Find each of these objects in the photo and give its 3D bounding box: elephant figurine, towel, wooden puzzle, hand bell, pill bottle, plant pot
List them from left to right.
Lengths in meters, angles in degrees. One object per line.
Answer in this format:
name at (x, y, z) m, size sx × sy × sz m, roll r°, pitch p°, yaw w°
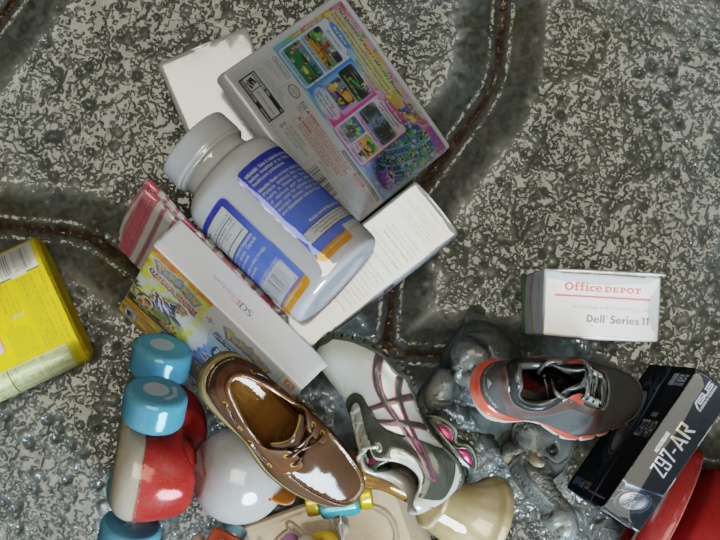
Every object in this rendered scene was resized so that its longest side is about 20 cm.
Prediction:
towel at (-0.161, 0.005, 1.557) m, size 0.200 × 0.146 × 0.030 m, roll 44°, pitch 63°, yaw 1°
pill bottle at (-0.092, -0.057, 1.483) m, size 0.200 × 0.112 × 0.112 m, roll 44°, pitch 87°, yaw 8°
wooden puzzle at (-0.016, 0.324, 1.593) m, size 0.199 × 0.046 × 0.186 m, roll -19°, pitch 88°, yaw -7°
hand bell at (0.044, 0.217, 1.532) m, size 0.199 × 0.104 × 0.105 m, roll 28°, pitch 86°, yaw -23°
elephant figurine at (0.161, 0.151, 1.557) m, size 0.200 × 0.142 × 0.156 m, roll 33°, pitch 90°, yaw 0°
plant pot at (0.352, 0.292, 1.530) m, size 0.182 × 0.200 × 0.201 m, roll 27°, pitch 87°, yaw 8°

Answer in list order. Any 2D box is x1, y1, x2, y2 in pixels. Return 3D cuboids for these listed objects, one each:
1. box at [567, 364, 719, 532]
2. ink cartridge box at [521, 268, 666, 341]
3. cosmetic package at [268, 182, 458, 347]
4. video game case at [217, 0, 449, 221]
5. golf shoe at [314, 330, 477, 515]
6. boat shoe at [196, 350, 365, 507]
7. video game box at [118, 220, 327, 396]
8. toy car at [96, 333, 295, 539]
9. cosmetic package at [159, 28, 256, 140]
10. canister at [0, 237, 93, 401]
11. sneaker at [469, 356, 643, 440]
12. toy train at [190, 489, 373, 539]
box at (0.283, 0.172, 1.527) m, size 0.043 × 0.200 × 0.161 m, roll 35°, pitch 87°, yaw 0°
ink cartridge box at (0.229, 0.036, 1.532) m, size 0.116 × 0.200 × 0.068 m, roll 3°, pitch 87°, yaw -1°
cosmetic package at (0.000, 0.000, 1.579) m, size 0.200 × 0.102 × 0.074 m, roll -40°, pitch 87°, yaw -2°
video game case at (-0.024, -0.159, 1.571) m, size 0.182 × 0.024 × 0.200 m, roll -40°, pitch 97°, yaw -34°
golf shoe at (0.021, 0.143, 1.487) m, size 0.200 × 0.077 × 0.088 m, roll 44°, pitch 57°, yaw 8°
boat shoe at (-0.069, 0.156, 1.436) m, size 0.200 × 0.068 × 0.072 m, roll 45°, pitch 79°, yaw -19°
video game box at (-0.141, 0.064, 1.532) m, size 0.200 × 0.182 × 0.047 m, roll 44°, pitch 59°, yaw 1°
toy car at (-0.144, 0.188, 1.519) m, size 0.199 × 0.177 × 0.185 m, roll 11°, pitch 113°, yaw -8°
cosmetic package at (-0.124, -0.134, 1.589) m, size 0.101 × 0.074 × 0.201 m, roll -21°, pitch 86°, yaw -4°
canister at (-0.391, 0.070, 1.573) m, size 0.199 × 0.087 × 0.149 m, roll -25°, pitch 88°, yaw -4°
sneaker at (0.204, 0.118, 1.475) m, size 0.199 × 0.082 × 0.077 m, roll 3°, pitch 73°, yaw -31°
toy train at (-0.075, 0.244, 1.543) m, size 0.150 × 0.056 × 0.200 m, roll 27°, pitch 67°, yaw 19°
